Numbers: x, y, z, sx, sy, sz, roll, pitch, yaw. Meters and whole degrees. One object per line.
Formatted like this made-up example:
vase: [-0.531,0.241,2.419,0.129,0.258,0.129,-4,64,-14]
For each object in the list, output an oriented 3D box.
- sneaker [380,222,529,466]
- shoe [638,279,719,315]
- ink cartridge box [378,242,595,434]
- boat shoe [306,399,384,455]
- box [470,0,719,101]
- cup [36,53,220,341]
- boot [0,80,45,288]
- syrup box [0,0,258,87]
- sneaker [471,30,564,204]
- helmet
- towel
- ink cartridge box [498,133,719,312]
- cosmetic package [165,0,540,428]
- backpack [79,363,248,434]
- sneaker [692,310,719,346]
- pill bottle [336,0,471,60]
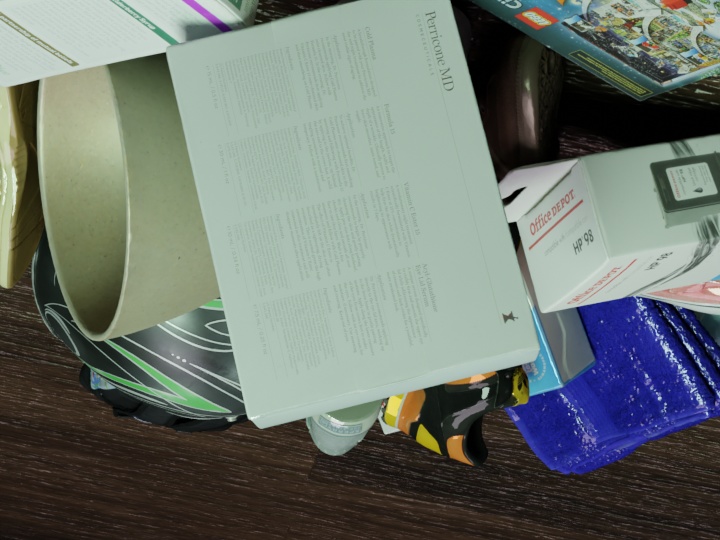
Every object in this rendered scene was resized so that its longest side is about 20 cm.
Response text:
sneaker: [0.088,0.048,1.182,0.090,0.070,0.201,32,124,13]
shoe: [0.208,-0.019,1.152,0.199,0.072,0.091,5,162,25]
ink cartridge box: [0.060,0.049,1.277,0.199,0.117,0.068,-19,-177,33]
boat shoe: [-0.003,0.038,1.203,0.070,0.202,0.072,17,144,-3]
box: [0.127,-0.159,0.873,0.199,0.038,0.136,25,156,-33]
cup: [-0.109,-0.064,1.071,0.143,0.201,0.200,-7,167,-25]
boot: [-0.293,-0.086,1.148,0.155,0.073,0.201,10,129,7]
syrup box: [-0.148,-0.165,0.938,0.199,0.079,0.081,-5,154,36]
sneaker: [0.081,-0.086,1.046,0.075,0.071,0.200,12,159,11]
helmet: [-0.119,0.012,1.233,0.190,0.201,0.200,19,165,28]
towel: [0.178,0.077,1.293,0.148,0.050,0.200,51,141,-4]
ink cartridge box: [0.173,-0.029,1.044,0.199,0.067,0.116,-10,166,-17]
cosmetic package: [-0.004,-0.034,0.879,0.150,0.201,0.052,-14,169,2]
backpack: [-0.152,0.082,1.528,0.162,0.155,0.200,19,180,-14]
sneaker: [0.230,0.060,1.345,0.082,0.074,0.200,24,157,-19]
pill bottle: [0.009,-0.053,0.974,0.111,0.201,0.111,9,164,3]
